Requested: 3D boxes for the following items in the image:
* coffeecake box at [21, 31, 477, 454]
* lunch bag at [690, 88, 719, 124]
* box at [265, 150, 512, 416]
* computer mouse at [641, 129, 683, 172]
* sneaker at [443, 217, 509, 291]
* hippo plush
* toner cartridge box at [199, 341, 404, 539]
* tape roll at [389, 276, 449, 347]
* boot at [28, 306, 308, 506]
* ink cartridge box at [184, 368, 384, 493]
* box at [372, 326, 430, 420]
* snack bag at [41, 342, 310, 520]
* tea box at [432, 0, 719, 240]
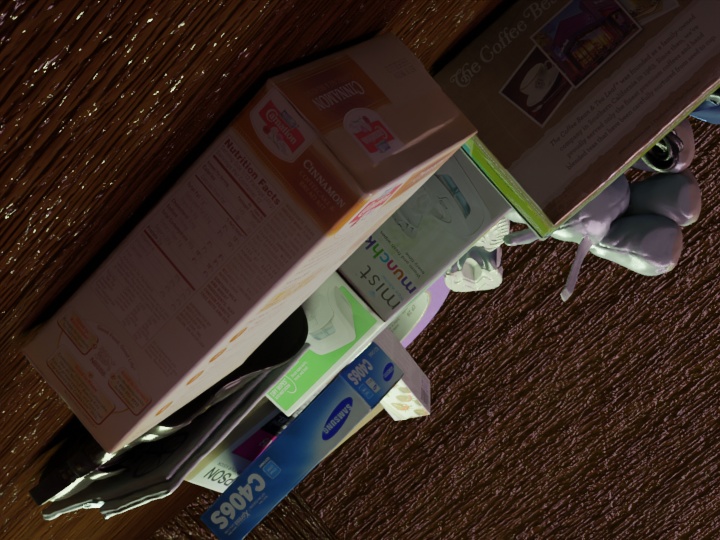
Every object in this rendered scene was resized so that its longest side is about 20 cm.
[{"bbox_3d":[-0.053,-0.017,0.895,0.200,0.073,0.153,-44,175,26],"label":"coffeecake box"},{"bbox_3d":[0.306,-0.197,1.523,0.200,0.135,0.133,168,-60,-77],"label":"lunch bag"},{"bbox_3d":[0.000,0.000,1.452,0.176,0.097,0.200,-42,178,-36],"label":"box"},{"bbox_3d":[0.158,-0.112,1.447,0.199,0.109,0.044,0,-119,56],"label":"computer mouse"},{"bbox_3d":[0.105,-0.075,1.741,0.079,0.131,0.199,-8,155,8],"label":"sneaker"},{"bbox_3d":[0.194,-0.066,1.587,0.201,0.159,0.161,-53,-154,-11],"label":"hippo plush"},{"bbox_3d":[-0.051,0.154,1.573,0.200,0.043,0.095,-47,178,25],"label":"toner cartridge box"},{"bbox_3d":[0.000,0.046,1.833,0.200,0.066,0.200,-37,162,-14],"label":"tape roll"},{"bbox_3d":[-0.145,0.091,1.325,0.200,0.069,0.174,-33,176,-42],"label":"boot"},{"bbox_3d":[-0.086,0.133,1.675,0.165,0.075,0.200,-42,155,7],"label":"ink cartridge box"},{"bbox_3d":[0.015,0.080,1.672,0.038,0.042,0.200,-12,148,19],"label":"box"},{"bbox_3d":[-0.147,0.127,1.397,0.199,0.021,0.189,-23,-161,47],"label":"snack bag"},{"bbox_3d":[0.161,-0.137,1.252,0.200,0.134,0.197,-42,175,2],"label":"tea box"}]
